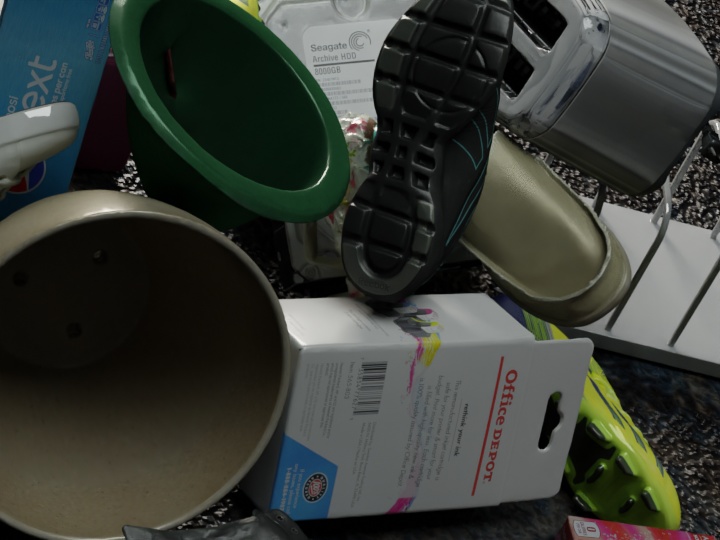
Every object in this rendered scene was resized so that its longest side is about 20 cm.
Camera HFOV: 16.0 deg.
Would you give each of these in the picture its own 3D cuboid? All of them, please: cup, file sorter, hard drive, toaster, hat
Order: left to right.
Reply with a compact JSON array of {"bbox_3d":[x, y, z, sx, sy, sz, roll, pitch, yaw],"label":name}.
[{"bbox_3d":[-0.155,0.035,1.454,0.200,0.201,0.143,6,20,-22],"label":"cup"},{"bbox_3d":[-0.117,-0.048,1.500,0.200,0.176,0.166,35,35,-24],"label":"hat"},{"bbox_3d":[0.003,-0.094,1.652,0.139,0.038,0.200,-7,82,-17],"label":"hard drive"},{"bbox_3d":[0.134,-0.131,1.609,0.129,0.114,0.200,21,23,-39],"label":"toaster"},{"bbox_3d":[0.223,-0.025,1.738,0.200,0.125,0.139,14,42,-13],"label":"file sorter"}]

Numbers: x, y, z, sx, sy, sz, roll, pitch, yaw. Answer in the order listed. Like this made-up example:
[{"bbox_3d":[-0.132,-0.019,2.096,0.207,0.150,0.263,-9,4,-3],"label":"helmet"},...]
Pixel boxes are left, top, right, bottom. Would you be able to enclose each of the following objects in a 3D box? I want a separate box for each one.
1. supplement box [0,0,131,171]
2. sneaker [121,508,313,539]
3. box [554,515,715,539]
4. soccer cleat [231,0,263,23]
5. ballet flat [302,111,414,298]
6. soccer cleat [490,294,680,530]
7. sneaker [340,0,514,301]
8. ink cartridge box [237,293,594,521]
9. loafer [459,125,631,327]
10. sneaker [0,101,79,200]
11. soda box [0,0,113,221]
[{"bbox_3d":[-0.221,-0.171,1.683,0.131,0.103,0.200,4,44,-28],"label":"supplement box"},{"bbox_3d":[-0.033,0.172,1.445,0.199,0.060,0.104,-13,58,-32],"label":"sneaker"},{"bbox_3d":[0.161,0.245,1.437,0.099,0.096,0.200,9,43,-20],"label":"box"},{"bbox_3d":[-0.121,-0.194,1.610,0.084,0.065,0.200,38,18,-42],"label":"soccer cleat"},{"bbox_3d":[0.000,0.000,1.590,0.064,0.200,0.076,-8,12,13],"label":"ballet flat"},{"bbox_3d":[0.143,0.087,1.623,0.084,0.065,0.200,-18,56,-42],"label":"soccer cleat"},{"bbox_3d":[0.041,-0.078,1.506,0.075,0.200,0.079,21,1,19],"label":"sneaker"},{"bbox_3d":[0.030,0.079,1.525,0.200,0.115,0.068,-1,25,-29],"label":"ink cartridge box"},{"bbox_3d":[0.084,-0.041,1.563,0.200,0.076,0.068,44,2,34],"label":"loafer"},{"bbox_3d":[-0.241,-0.029,1.488,0.085,0.200,0.073,64,8,0],"label":"sneaker"},{"bbox_3d":[-0.196,-0.105,1.546,0.068,0.200,0.064,16,16,-10],"label":"soda box"}]
